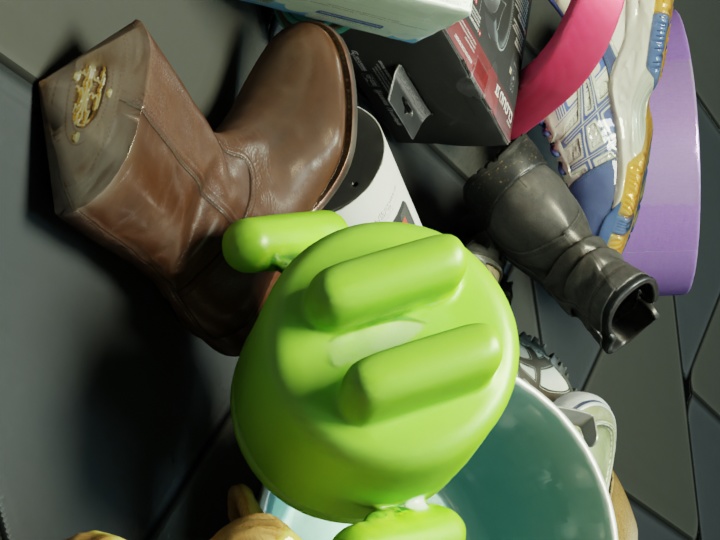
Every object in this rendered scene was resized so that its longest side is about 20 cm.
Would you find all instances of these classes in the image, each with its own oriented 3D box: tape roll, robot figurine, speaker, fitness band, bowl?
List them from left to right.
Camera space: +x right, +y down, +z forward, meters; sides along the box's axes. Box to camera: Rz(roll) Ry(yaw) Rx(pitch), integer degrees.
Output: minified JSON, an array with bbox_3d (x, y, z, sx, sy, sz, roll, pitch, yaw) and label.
[{"bbox_3d":[0.000,0.000,1.344,0.200,0.081,0.081,66,33,-50],"label":"speaker"},{"bbox_3d":[0.004,0.049,1.150,0.200,0.116,0.176,122,-53,-70],"label":"robot figurine"},{"bbox_3d":[0.022,0.149,1.305,0.105,0.201,0.201,154,-54,-65],"label":"bowl"},{"bbox_3d":[0.111,-0.160,1.534,0.200,0.037,0.144,140,-34,-62],"label":"fitness band"},{"bbox_3d":[0.191,-0.081,1.765,0.200,0.066,0.200,178,-90,-89],"label":"tape roll"}]

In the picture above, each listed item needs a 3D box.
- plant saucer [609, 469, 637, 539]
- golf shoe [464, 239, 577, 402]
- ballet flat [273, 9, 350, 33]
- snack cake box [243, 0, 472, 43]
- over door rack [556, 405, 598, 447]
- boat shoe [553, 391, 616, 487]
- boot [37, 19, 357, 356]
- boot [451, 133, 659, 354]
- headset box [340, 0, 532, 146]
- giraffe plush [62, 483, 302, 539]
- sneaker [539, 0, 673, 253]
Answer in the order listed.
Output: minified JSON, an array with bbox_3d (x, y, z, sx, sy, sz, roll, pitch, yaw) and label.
[{"bbox_3d":[0.133,0.223,1.633,0.200,0.035,0.200,-155,-90,-89],"label":"plant saucer"},{"bbox_3d":[0.072,0.070,1.557,0.200,0.078,0.095,56,43,-41],"label":"golf shoe"},{"bbox_3d":[-0.004,-0.208,1.341,0.070,0.067,0.200,66,32,-76],"label":"ballet flat"},{"bbox_3d":[0.001,-0.226,1.265,0.115,0.067,0.200,12,77,-24],"label":"snack cake box"},{"bbox_3d":[0.068,0.182,1.432,0.067,0.148,0.200,30,37,-23],"label":"over door rack"},{"bbox_3d":[0.116,0.170,1.532,0.072,0.062,0.200,32,76,-37],"label":"boat shoe"},{"bbox_3d":[-0.075,-0.076,1.169,0.200,0.064,0.187,47,50,-56],"label":"boot"},{"bbox_3d":[0.122,0.000,1.549,0.070,0.132,0.200,-41,170,0],"label":"boot"},{"bbox_3d":[0.045,-0.175,1.449,0.149,0.077,0.200,51,45,-60],"label":"headset box"},{"bbox_3d":[-0.055,0.174,1.129,0.162,0.200,0.173,-115,-142,-76],"label":"giraffe plush"},{"bbox_3d":[0.145,-0.095,1.628,0.075,0.088,0.200,-41,140,-79],"label":"sneaker"}]
